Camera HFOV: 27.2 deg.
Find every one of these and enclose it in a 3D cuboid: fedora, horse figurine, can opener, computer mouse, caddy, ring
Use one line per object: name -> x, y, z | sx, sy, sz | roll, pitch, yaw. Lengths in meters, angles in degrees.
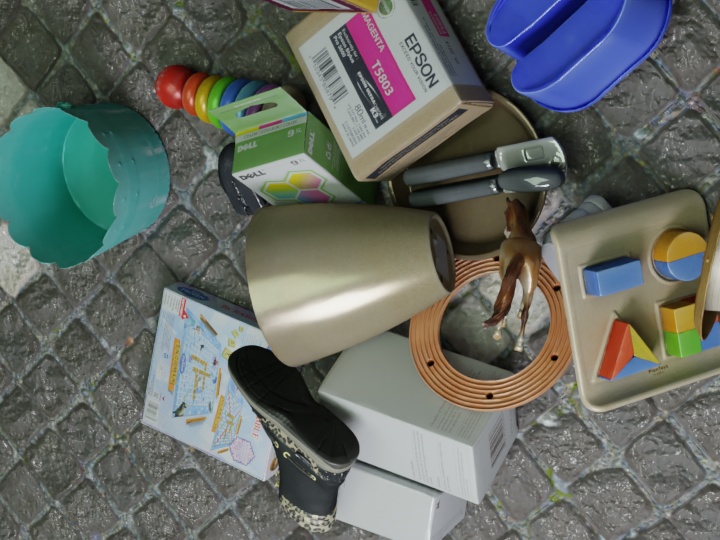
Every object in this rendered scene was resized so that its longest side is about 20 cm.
fedora -> 0.386, -0.019, 1.460 | 0.082, 0.201, 0.201 | 15, 111, 18
horse figurine -> 0.163, 0.005, 1.560 | 0.050, 0.200, 0.133 | 8, 104, 8
can opener -> 0.134, -0.105, 1.626 | 0.200, 0.066, 0.053 | -8, 99, 34
computer mouse -> -0.135, -0.060, 1.836 | 0.058, 0.034, 0.201 | -14, 97, 30
caddy -> 0.229, -0.257, 1.544 | 0.200, 0.105, 0.142 | -41, 59, 31
ring -> 0.151, 0.064, 1.664 | 0.200, 0.019, 0.201 | -10, 63, 19

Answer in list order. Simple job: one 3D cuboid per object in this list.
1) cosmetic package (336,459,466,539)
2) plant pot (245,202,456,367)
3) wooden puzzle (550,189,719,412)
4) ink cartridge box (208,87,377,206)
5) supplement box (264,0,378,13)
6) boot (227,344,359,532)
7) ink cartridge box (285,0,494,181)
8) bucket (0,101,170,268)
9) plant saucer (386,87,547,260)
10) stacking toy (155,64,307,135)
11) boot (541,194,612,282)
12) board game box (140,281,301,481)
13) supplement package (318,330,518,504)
cosmetic package -> 0.022, 0.255, 1.794 | 0.200, 0.113, 0.081 | 19, 113, 25
plant pot -> 0.000, 0.000, 1.677 | 0.199, 0.187, 0.188 | -11, 98, 18
wooden puzzle -> 0.300, 0.030, 1.546 | 0.046, 0.185, 0.201 | -176, 72, -69
ink cartridge box -> -0.076, -0.124, 1.696 | 0.104, 0.200, 0.059 | -12, 58, 31
supplement box -> -0.040, -0.386, 1.603 | 0.131, 0.103, 0.201 | 9, 87, 42
boot -> -0.088, 0.197, 1.719 | 0.204, 0.073, 0.154 | 42, 142, 27
ink cartridge box -> 0.029, -0.224, 1.655 | 0.165, 0.075, 0.200 | -36, 73, 32
bucket -> -0.351, -0.116, 1.878 | 0.207, 0.135, 0.208 | 8, 107, 26
plant saucer -> 0.122, -0.112, 1.680 | 0.200, 0.029, 0.201 | 7, 106, 27
stacking toy -> -0.166, -0.202, 1.790 | 0.200, 0.085, 0.086 | 19, 112, 27
boot -> 0.279, 0.015, 1.602 | 0.073, 0.096, 0.200 | 6, 135, 57
board game box -> -0.178, 0.141, 1.911 | 0.199, 0.041, 0.201 | 23, 113, 22
supplement package -> 0.068, 0.163, 1.717 | 0.200, 0.117, 0.117 | 18, 143, 23
